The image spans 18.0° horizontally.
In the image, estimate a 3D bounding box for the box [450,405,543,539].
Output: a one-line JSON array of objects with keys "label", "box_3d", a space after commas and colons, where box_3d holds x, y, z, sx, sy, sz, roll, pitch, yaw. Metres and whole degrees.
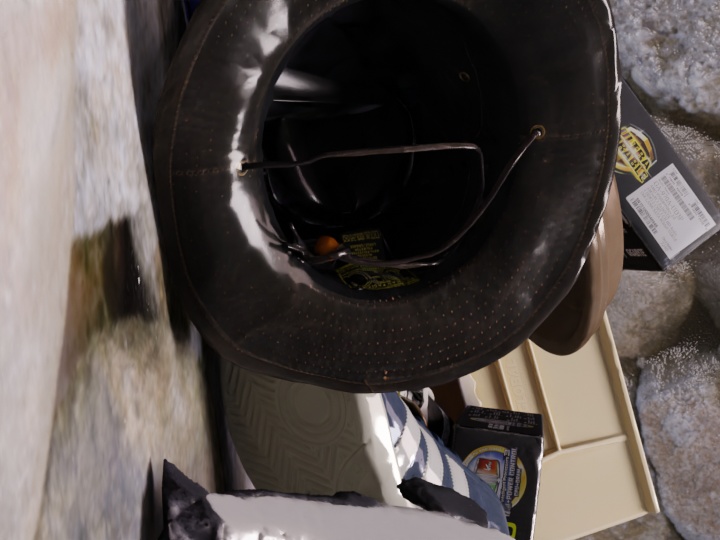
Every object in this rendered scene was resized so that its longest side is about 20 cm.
[{"label": "box", "box_3d": [0.061, 0.152, 1.131, 0.200, 0.044, 0.160, 0, 96, -86]}]

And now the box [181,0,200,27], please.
[{"label": "box", "box_3d": [-0.040, -0.120, 0.942, 0.119, 0.041, 0.200, 81, 8, -46]}]

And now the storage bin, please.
[{"label": "storage bin", "box_3d": [0.082, 0.054, 1.341, 0.200, 0.094, 0.199, -167, -119, -81]}]

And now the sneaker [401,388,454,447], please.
[{"label": "sneaker", "box_3d": [0.011, 0.064, 1.157, 0.200, 0.072, 0.072, 79, 8, -53]}]

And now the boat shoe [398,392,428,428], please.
[{"label": "boat shoe", "box_3d": [-0.002, 0.092, 1.060, 0.200, 0.068, 0.072, 74, 13, -67]}]

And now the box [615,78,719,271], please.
[{"label": "box", "box_3d": [0.114, -0.075, 1.254, 0.159, 0.046, 0.200, 53, -5, -5]}]

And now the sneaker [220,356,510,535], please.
[{"label": "sneaker", "box_3d": [0.012, 0.084, 0.922, 0.084, 0.075, 0.200, -27, 96, -51]}]

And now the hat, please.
[{"label": "hat", "box_3d": [0.003, -0.057, 0.848, 0.081, 0.200, 0.201, -127, -153, -59]}]

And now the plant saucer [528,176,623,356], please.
[{"label": "plant saucer", "box_3d": [0.078, -0.056, 1.118, 0.200, 0.029, 0.200, 162, -90, -76]}]

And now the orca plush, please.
[{"label": "orca plush", "box_3d": [0.002, 0.132, 0.824, 0.071, 0.200, 0.105, -56, -132, 26]}]
